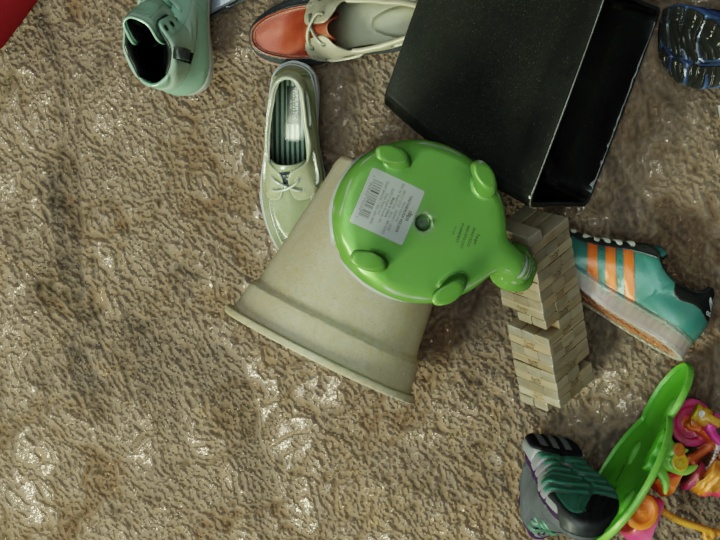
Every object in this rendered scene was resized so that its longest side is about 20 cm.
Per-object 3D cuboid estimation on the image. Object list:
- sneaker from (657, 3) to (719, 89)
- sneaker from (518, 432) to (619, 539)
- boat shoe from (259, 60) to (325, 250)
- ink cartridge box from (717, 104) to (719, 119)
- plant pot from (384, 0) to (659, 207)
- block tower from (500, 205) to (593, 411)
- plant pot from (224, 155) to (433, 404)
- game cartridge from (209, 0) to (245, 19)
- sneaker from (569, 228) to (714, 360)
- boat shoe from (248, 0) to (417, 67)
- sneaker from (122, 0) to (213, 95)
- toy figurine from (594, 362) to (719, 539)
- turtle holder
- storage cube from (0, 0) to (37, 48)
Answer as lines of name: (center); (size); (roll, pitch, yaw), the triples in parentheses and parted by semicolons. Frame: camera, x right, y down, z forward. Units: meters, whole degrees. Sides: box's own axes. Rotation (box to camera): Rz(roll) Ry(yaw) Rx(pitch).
sneaker: (0.351, -0.198, 1.530); (0.200, 0.078, 0.076); (25, 119, 44)
sneaker: (0.188, 0.225, 1.577); (0.074, 0.200, 0.088); (11, 104, -6)
boat shoe: (-0.071, -0.102, 1.653); (0.072, 0.062, 0.201); (0, 106, 13)
ink cartridge box: (0.415, -0.072, 1.544); (0.144, 0.084, 0.201); (-12, 93, 13)
plant pot: (0.139, -0.184, 1.548); (0.177, 0.199, 0.201); (24, 101, 19)
block tower: (0.170, 0.035, 1.577); (0.054, 0.058, 0.201); (20, 135, 42)
plant pot: (0.000, 0.000, 1.608); (0.200, 0.200, 0.184); (26, 89, 9)
game cartridge: (-0.135, -0.330, 1.668); (0.199, 0.042, 0.134); (-25, 86, 14)
sneaker: (0.242, 0.000, 1.606); (0.200, 0.071, 0.080); (35, 82, 13)
boat shoe: (-0.018, -0.234, 1.638); (0.199, 0.063, 0.072); (-3, 97, 14)
sneaker: (-0.188, -0.268, 1.609); (0.073, 0.118, 0.202); (-8, 93, 15)
toy figurine: (0.331, 0.218, 1.594); (0.184, 0.150, 0.201); (32, 77, -6)
turtle holder: (0.062, -0.043, 1.468); (0.184, 0.132, 0.142); (-6, 92, -10)
storage cube: (-0.397, -0.329, 1.649); (0.171, 0.200, 0.180); (44, 110, 4)
